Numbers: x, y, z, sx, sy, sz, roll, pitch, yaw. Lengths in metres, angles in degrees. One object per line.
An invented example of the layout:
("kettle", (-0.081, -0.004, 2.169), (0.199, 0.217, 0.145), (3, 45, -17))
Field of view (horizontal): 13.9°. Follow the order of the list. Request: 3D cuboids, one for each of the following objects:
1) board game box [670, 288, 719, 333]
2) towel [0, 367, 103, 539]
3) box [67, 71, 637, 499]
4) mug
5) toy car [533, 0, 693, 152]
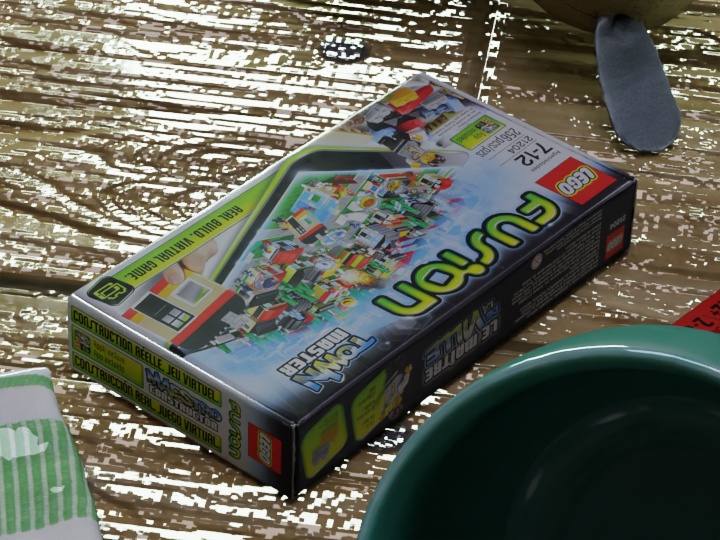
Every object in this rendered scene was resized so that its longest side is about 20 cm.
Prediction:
("board game box", (0.185, 0.071, 0.969), (0.200, 0.046, 0.151), (20, 24, 22))
("towel", (-0.154, 0.106, 0.956), (0.152, 0.023, 0.200), (-7, 38, -13))
("box", (0.000, 0.000, 1.093), (0.110, 0.035, 0.200), (28, 44, 30))
("mug", (0.068, 0.094, 0.867), (0.185, 0.152, 0.114), (-9, 2, 16))
("toy car", (0.092, -0.141, 1.240), (0.164, 0.158, 0.200), (-32, 77, -32))
